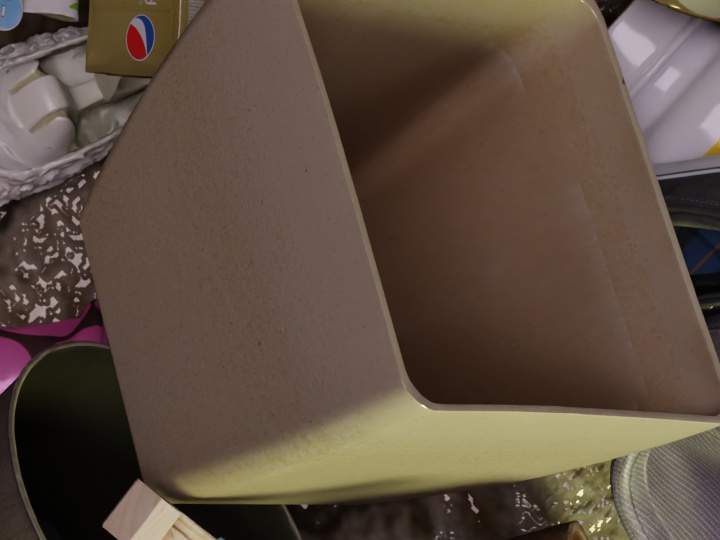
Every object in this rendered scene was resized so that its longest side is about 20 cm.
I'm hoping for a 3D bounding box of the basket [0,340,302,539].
[{"bbox_3d":[-0.146,0.144,1.074,0.200,0.136,0.180,-30,111,34],"label":"basket"}]

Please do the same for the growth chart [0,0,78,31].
[{"bbox_3d":[-0.168,-0.173,1.118,0.199,0.018,0.145,-7,81,-46],"label":"growth chart"}]

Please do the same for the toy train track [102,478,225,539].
[{"bbox_3d":[-0.016,0.152,0.980,0.200,0.033,0.115,39,86,-4],"label":"toy train track"}]

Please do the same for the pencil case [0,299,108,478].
[{"bbox_3d":[-0.206,0.057,1.138,0.199,0.094,0.091,-2,125,-2],"label":"pencil case"}]

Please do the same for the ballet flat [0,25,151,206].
[{"bbox_3d":[-0.121,-0.088,1.158,0.199,0.072,0.072,-24,88,-2],"label":"ballet flat"}]

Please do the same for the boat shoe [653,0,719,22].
[{"bbox_3d":[0.199,-0.145,1.123,0.200,0.072,0.066,0,128,-38],"label":"boat shoe"}]

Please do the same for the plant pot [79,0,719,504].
[{"bbox_3d":[0.000,0.000,1.028,0.177,0.199,0.201,-31,66,37],"label":"plant pot"}]

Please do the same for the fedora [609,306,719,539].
[{"bbox_3d":[0.186,0.103,1.104,0.200,0.177,0.090,48,43,-4],"label":"fedora"}]

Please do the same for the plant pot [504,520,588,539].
[{"bbox_3d":[0.011,0.217,1.106,0.199,0.187,0.188,-9,88,11],"label":"plant pot"}]

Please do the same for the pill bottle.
[{"bbox_3d":[0.185,-0.042,1.144,0.200,0.111,0.111,43,87,0],"label":"pill bottle"}]

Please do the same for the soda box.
[{"bbox_3d":[-0.022,-0.110,1.104,0.199,0.068,0.064,2,94,-42],"label":"soda box"}]

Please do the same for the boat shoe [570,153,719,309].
[{"bbox_3d":[0.113,-0.009,1.099,0.057,0.199,0.069,-47,114,-41],"label":"boat shoe"}]
